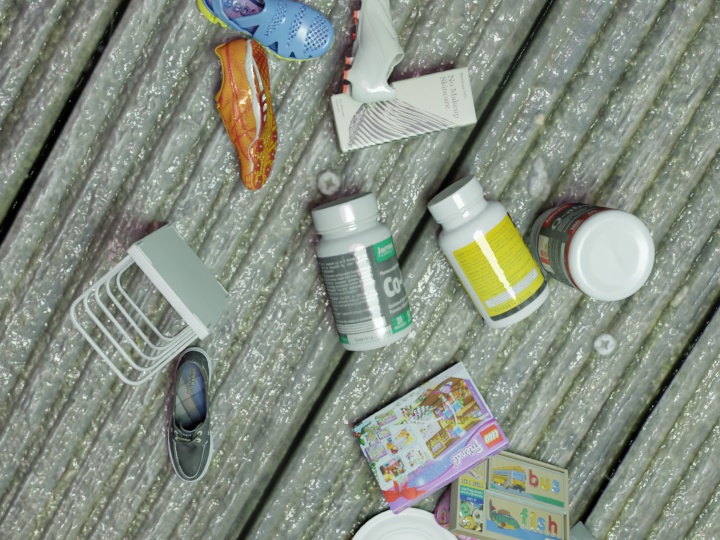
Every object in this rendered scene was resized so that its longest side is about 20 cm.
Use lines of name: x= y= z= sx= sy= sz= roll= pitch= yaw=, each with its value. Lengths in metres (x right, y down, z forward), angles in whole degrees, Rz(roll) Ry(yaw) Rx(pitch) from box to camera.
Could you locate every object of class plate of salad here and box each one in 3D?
plate of salad: x=0.066 y=0.471 z=1.129 sx=0.195 sy=0.048 sz=0.206 roll=0 pitch=89 yaw=-8

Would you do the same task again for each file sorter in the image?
file sorter: x=-0.274 y=0.041 z=0.960 sx=0.124 sy=0.200 sz=0.140 roll=-38 pitch=100 yaw=5

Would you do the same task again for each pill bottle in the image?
pill bottle: x=0.310 y=-0.033 z=1.003 sx=0.113 sy=0.200 sz=0.119 roll=-1 pitch=99 yaw=-6
pill bottle: x=0.000 y=0.000 z=1.022 sx=0.111 sy=0.113 sz=0.205 roll=-16 pitch=100 yaw=-3
pill bottle: x=0.179 y=-0.029 z=1.036 sx=0.110 sy=0.111 sz=0.202 roll=-33 pitch=100 yaw=0

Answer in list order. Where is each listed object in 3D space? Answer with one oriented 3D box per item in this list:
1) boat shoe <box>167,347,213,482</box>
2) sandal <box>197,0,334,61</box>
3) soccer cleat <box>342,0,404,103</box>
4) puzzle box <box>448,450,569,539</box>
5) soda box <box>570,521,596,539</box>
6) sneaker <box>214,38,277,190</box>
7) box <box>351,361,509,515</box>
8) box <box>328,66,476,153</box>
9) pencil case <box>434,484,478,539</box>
boat shoe: x=-0.246 y=0.217 z=1.052 sx=0.068 sy=0.066 sz=0.205 roll=7 pitch=97 yaw=-6
sandal: x=-0.129 y=-0.343 z=0.975 sx=0.196 sy=0.087 sz=0.081 roll=16 pitch=95 yaw=-9
soccer cleat: x=0.024 y=-0.316 z=0.978 sx=0.076 sy=0.069 sz=0.205 roll=8 pitch=71 yaw=0
puzzle box: x=0.227 y=0.344 z=1.088 sx=0.196 sy=0.025 sz=0.136 roll=18 pitch=57 yaw=-16
soda box: x=0.304 y=0.498 z=1.148 sx=0.199 sy=0.063 sz=0.069 roll=-39 pitch=99 yaw=1
sneaker: x=-0.162 y=-0.214 z=1.009 sx=0.075 sy=0.073 sz=0.205 roll=-1 pitch=98 yaw=20
box: x=0.102 y=0.247 z=1.070 sx=0.197 sy=0.039 sz=0.138 roll=-30 pitch=64 yaw=0
box: x=0.058 y=-0.225 z=1.018 sx=0.195 sy=0.068 sz=0.084 roll=-14 pitch=98 yaw=-3
pencil case: x=0.211 y=0.399 z=1.114 sx=0.198 sy=0.087 sz=0.088 roll=33 pitch=94 yaw=-7
